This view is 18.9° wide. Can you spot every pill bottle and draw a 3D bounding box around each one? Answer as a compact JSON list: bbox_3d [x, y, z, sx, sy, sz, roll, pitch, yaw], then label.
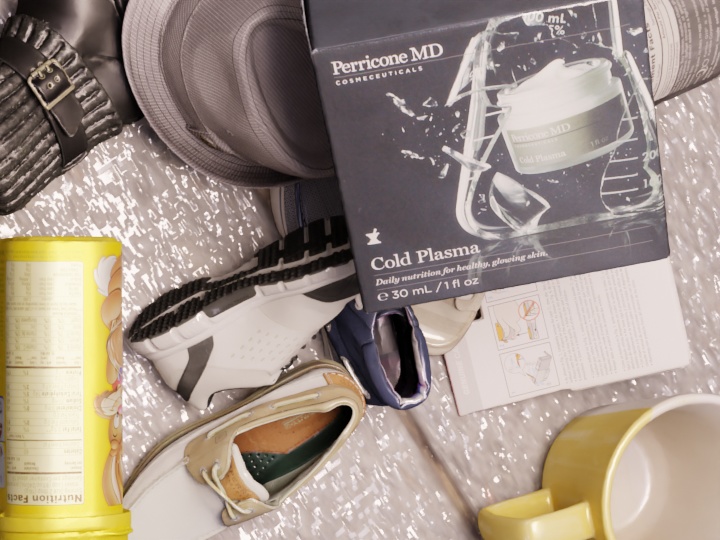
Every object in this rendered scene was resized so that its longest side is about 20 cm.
[{"bbox_3d":[0.178,-0.166,1.496,0.200,0.116,0.117,-24,100,-34],"label":"pill bottle"}]

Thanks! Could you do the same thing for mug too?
[{"bbox_3d":[0.191,0.152,1.558,0.186,0.153,0.150,22,83,-21],"label":"mug"}]

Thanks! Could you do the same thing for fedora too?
[{"bbox_3d":[-0.051,-0.133,1.421,0.177,0.090,0.200,-41,125,-7],"label":"fedora"}]

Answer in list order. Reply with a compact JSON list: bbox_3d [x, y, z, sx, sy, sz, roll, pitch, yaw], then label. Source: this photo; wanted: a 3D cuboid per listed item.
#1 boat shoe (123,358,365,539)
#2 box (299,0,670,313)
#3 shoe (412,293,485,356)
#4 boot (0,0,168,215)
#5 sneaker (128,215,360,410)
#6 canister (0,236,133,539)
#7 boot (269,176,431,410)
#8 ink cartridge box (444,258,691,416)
[{"bbox_3d":[-0.086,0.133,1.470,0.200,0.068,0.075,-39,105,0],"label":"boat shoe"},{"bbox_3d":[0.078,-0.099,1.341,0.200,0.124,0.197,-11,124,2],"label":"box"},{"bbox_3d":[0.063,-0.032,1.523,0.070,0.053,0.200,11,105,-1],"label":"shoe"},{"bbox_3d":[-0.225,-0.158,1.420,0.158,0.079,0.211,-31,103,-19],"label":"boot"},{"bbox_3d":[-0.055,0.029,1.470,0.200,0.074,0.080,-23,115,19],"label":"sneaker"},{"bbox_3d":[-0.202,0.079,1.399,0.086,0.149,0.200,0,90,-22],"label":"canister"},{"bbox_3d":[0.000,0.000,1.509,0.073,0.090,0.200,-22,99,-20],"label":"boot"},{"bbox_3d":[0.134,-0.009,1.577,0.176,0.045,0.200,-13,105,6],"label":"ink cartridge box"}]
